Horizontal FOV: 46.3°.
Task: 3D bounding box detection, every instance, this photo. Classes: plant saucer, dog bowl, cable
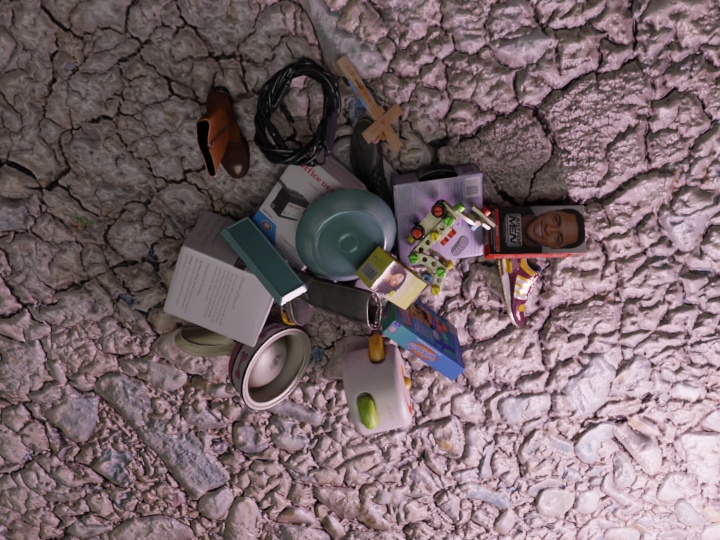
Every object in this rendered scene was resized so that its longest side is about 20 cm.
[{"bbox_3d":[-0.184,-0.024,1.608,0.070,0.200,0.019,-30,156,-29],"label":"plant saucer"},{"bbox_3d":[-0.024,-0.058,1.603,0.197,0.036,0.202,-7,122,-10],"label":"plant saucer"},{"bbox_3d":[-0.202,0.198,1.826,0.199,0.073,0.202,-32,137,-35],"label":"dog bowl"},{"bbox_3d":[-0.119,-0.296,1.575,0.161,0.051,0.203,6,90,14],"label":"cable"}]

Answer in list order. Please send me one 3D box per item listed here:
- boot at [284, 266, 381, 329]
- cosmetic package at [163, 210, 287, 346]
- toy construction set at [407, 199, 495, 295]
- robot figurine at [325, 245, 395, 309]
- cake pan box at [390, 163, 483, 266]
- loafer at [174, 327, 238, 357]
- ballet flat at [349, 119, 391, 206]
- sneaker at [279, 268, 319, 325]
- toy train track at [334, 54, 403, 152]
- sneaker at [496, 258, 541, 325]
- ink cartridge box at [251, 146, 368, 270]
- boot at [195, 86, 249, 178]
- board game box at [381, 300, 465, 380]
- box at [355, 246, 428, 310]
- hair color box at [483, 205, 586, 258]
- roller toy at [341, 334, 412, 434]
[{"bbox_3d":[-0.051,0.072,1.654,0.197,0.073,0.183,13,151,17],"label":"boot"},{"bbox_3d":[-0.263,0.015,1.697,0.198,0.165,0.166,21,120,-4],"label":"cosmetic package"},{"bbox_3d":[0.170,-0.062,1.657,0.131,0.092,0.200,43,97,-1],"label":"toy construction set"},{"bbox_3d":[0.002,0.000,1.737,0.148,0.125,0.202,-3,120,0],"label":"robot figurine"},{"bbox_3d":[0.156,-0.113,1.708,0.182,0.052,0.202,-11,121,-6],"label":"cake pan box"},{"bbox_3d":[-0.306,0.146,1.849,0.197,0.076,0.069,6,120,-16],"label":"loafer"},{"bbox_3d":[0.020,-0.203,1.672,0.066,0.057,0.202,2,117,23],"label":"ballet flat"},{"bbox_3d":[-0.114,0.033,1.778,0.077,0.082,0.202,18,118,-12],"label":"sneaker"},{"bbox_3d":[0.011,-0.311,1.593,0.032,0.115,0.201,-13,115,53],"label":"toy train track"},{"bbox_3d":[0.347,0.031,1.796,0.089,0.075,0.202,-11,122,11],"label":"sneaker"},{"bbox_3d":[-0.104,-0.125,1.658,0.145,0.084,0.201,40,114,5],"label":"ink cartridge box"},{"bbox_3d":[-0.250,-0.223,1.553,0.067,0.201,0.190,-3,121,0],"label":"boot"},{"bbox_3d":[0.130,0.128,1.803,0.199,0.153,0.045,36,114,-20],"label":"board game box"},{"bbox_3d":[0.065,0.019,1.659,0.075,0.050,0.200,-49,153,6],"label":"box"},{"bbox_3d":[0.353,-0.078,1.714,0.197,0.061,0.103,-2,83,-2],"label":"hair color box"},{"bbox_3d":[0.044,0.258,1.861,0.138,0.202,0.183,-12,156,6],"label":"roller toy"}]
